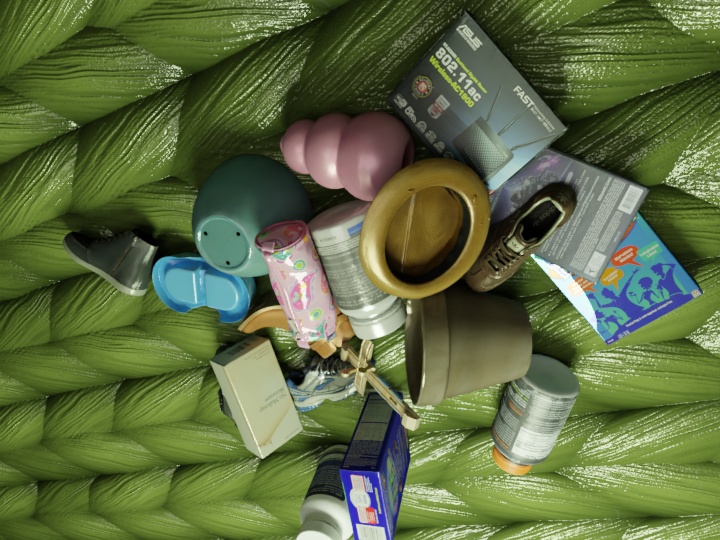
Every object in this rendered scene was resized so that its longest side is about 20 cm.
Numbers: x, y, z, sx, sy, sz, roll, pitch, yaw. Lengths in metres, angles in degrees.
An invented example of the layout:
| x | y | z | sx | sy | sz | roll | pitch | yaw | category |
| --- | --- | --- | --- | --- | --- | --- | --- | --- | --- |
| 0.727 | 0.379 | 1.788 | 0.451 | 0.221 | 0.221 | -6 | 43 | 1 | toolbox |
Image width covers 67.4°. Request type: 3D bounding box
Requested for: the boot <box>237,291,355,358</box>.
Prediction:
| x | y | z | sx | sy | sz | roll | pitch | yaw | category |
| --- | --- | --- | --- | --- | --- | --- | --- | --- | --- |
| -0.114 | 0.100 | 0.970 | 0.199 | 0.074 | 0.155 | -33 | 108 | 30 | boot |

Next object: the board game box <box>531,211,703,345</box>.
| x | y | z | sx | sy | sz | roll | pitch | yaw | category |
| --- | --- | --- | --- | --- | --- | --- | --- | --- | --- |
| 0.366 | -0.007 | 0.789 | 0.200 | 0.045 | 0.152 | 46 | 120 | -8 | board game box |

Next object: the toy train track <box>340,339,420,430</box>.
| x | y | z | sx | sy | sz | roll | pitch | yaw | category |
| --- | --- | --- | --- | --- | --- | --- | --- | --- | --- |
| 0.020 | 0.187 | 0.877 | 0.200 | 0.032 | 0.116 | 39 | 131 | 40 | toy train track |

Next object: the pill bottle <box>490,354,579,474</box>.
| x | y | z | sx | sy | sz | roll | pitch | yaw | category |
| --- | --- | --- | --- | --- | --- | --- | --- | --- | --- |
| 0.283 | 0.250 | 0.910 | 0.105 | 0.106 | 0.202 | 16 | 120 | 8 | pill bottle |

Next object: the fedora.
| x | y | z | sx | sy | sz | roll | pitch | yaw | category |
| --- | --- | --- | --- | --- | --- | --- | --- | --- | --- |
| 0.078 | -0.062 | 0.732 | 0.198 | 0.082 | 0.203 | -8 | 120 | -14 | fedora |

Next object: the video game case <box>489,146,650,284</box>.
| x | y | z | sx | sy | sz | roll | pitch | yaw | category |
| --- | --- | --- | --- | --- | --- | --- | --- | --- | --- |
| 0.268 | -0.089 | 0.752 | 0.199 | 0.019 | 0.144 | 29 | 115 | 20 | video game case |

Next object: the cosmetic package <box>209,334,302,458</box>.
| x | y | z | sx | sy | sz | roll | pitch | yaw | category |
| --- | --- | --- | --- | --- | --- | --- | --- | --- | --- |
| -0.195 | 0.236 | 1.024 | 0.073 | 0.103 | 0.202 | 4 | 118 | 52 | cosmetic package |

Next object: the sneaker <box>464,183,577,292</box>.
| x | y | z | sx | sy | sz | roll | pitch | yaw | category |
| --- | --- | --- | --- | --- | --- | --- | --- | --- | --- |
| 0.208 | -0.042 | 0.743 | 0.070 | 0.075 | 0.200 | 45 | 119 | 11 | sneaker |

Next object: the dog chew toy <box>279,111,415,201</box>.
| x | y | z | sx | sy | sz | roll | pitch | yaw | category |
| --- | --- | --- | --- | --- | --- | --- | --- | --- | --- |
| -0.024 | -0.171 | 0.781 | 0.198 | 0.125 | 0.126 | 13 | 120 | 19 | dog chew toy |

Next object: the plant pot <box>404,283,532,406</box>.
| x | y | z | sx | sy | sz | roll | pitch | yaw | category |
| --- | --- | --- | --- | --- | --- | --- | --- | --- | --- |
| 0.164 | 0.107 | 0.838 | 0.171 | 0.201 | 0.202 | 1 | 118 | -2 | plant pot |

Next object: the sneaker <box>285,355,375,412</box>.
| x | y | z | sx | sy | sz | roll | pitch | yaw | category |
| --- | --- | --- | --- | --- | --- | --- | --- | --- | --- |
| -0.063 | 0.195 | 1.002 | 0.199 | 0.077 | 0.086 | -29 | 101 | 26 | sneaker |

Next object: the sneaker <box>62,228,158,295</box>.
| x | y | z | sx | sy | sz | roll | pitch | yaw | category |
| --- | --- | --- | --- | --- | --- | --- | --- | --- | --- |
| -0.457 | -0.047 | 1.002 | 0.199 | 0.075 | 0.107 | 29 | 100 | 14 | sneaker |

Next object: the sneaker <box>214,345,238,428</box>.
| x | y | z | sx | sy | sz | roll | pitch | yaw | category |
| --- | --- | --- | --- | --- | --- | --- | --- | --- | --- |
| -0.257 | 0.245 | 1.086 | 0.090 | 0.067 | 0.202 | -11 | 110 | 29 | sneaker |

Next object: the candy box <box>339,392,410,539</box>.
| x | y | z | sx | sy | sz | roll | pitch | yaw | category |
| --- | --- | --- | --- | --- | --- | --- | --- | --- | --- |
| 0.034 | 0.350 | 0.978 | 0.076 | 0.200 | 0.171 | -1 | 115 | 18 | candy box |

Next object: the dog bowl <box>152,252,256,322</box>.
| x | y | z | sx | sy | sz | roll | pitch | yaw | category |
| --- | --- | --- | --- | --- | --- | --- | --- | --- | --- |
| -0.280 | 0.026 | 0.985 | 0.198 | 0.050 | 0.113 | 10 | 116 | 16 | dog bowl |

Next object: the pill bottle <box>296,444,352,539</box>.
| x | y | z | sx | sy | sz | roll | pitch | yaw | category |
| --- | --- | --- | --- | --- | --- | --- | --- | --- | --- |
| -0.054 | 0.452 | 1.056 | 0.110 | 0.200 | 0.112 | 7 | 118 | 13 | pill bottle |

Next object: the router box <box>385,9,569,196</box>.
| x | y | z | sx | sy | sz | roll | pitch | yaw | category |
| --- | --- | --- | --- | --- | --- | --- | --- | --- | --- |
| 0.153 | -0.212 | 0.720 | 0.200 | 0.062 | 0.150 | 48 | 119 | 0 | router box |

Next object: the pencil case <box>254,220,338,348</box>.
| x | y | z | sx | sy | sz | roll | pitch | yaw | category |
| --- | --- | --- | --- | --- | --- | --- | --- | --- | --- |
| -0.094 | 0.023 | 0.828 | 0.086 | 0.088 | 0.202 | -2 | 127 | 17 | pencil case |

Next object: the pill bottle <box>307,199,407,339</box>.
| x | y | z | sx | sy | sz | roll | pitch | yaw | category |
| --- | --- | --- | --- | --- | --- | --- | --- | --- | --- |
| 0.000 | 0.000 | 0.859 | 0.113 | 0.114 | 0.202 | -13 | 112 | 22 | pill bottle |

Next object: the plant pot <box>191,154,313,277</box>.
| x | y | z | sx | sy | sz | roll | pitch | yaw | category |
| --- | --- | --- | --- | --- | --- | --- | --- | --- | --- |
| -0.190 | -0.069 | 0.867 | 0.198 | 0.135 | 0.202 | 7 | 118 | 12 | plant pot |
